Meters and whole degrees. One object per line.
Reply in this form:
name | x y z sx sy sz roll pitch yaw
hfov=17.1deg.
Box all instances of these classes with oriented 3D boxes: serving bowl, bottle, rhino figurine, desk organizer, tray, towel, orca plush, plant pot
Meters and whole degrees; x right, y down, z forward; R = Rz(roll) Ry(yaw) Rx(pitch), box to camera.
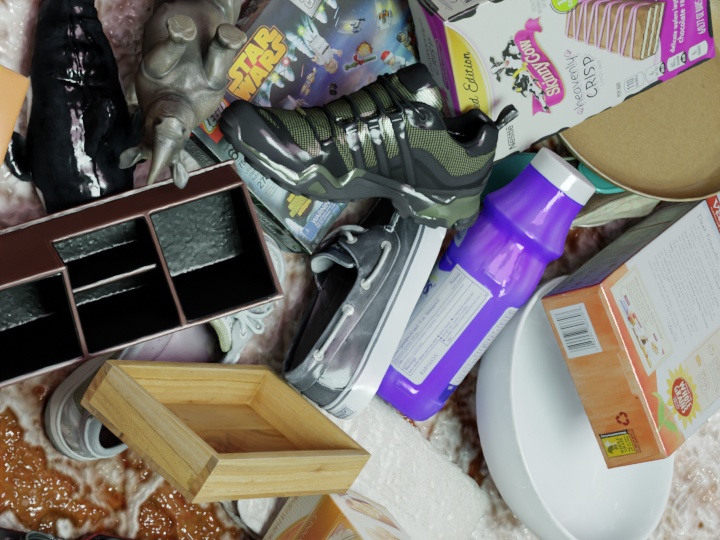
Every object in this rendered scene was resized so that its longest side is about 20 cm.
serving bowl | 0.143 0.108 1.712 0.200 0.066 0.201 20 63 -46
bottle | 0.081 0.008 1.630 0.065 0.084 0.200 37 100 -5
rhino figurine | -0.110 -0.125 1.503 0.060 0.088 0.201 21 48 -13
desk organizer | -0.154 0.003 1.477 0.199 0.077 0.072 -18 116 -13
tray | -0.081 0.100 1.490 0.037 0.099 0.200 -57 156 13
towel | -0.002 0.156 1.653 0.200 0.034 0.133 41 72 -28
orca plush | -0.161 -0.107 1.512 0.105 0.071 0.201 11 86 -33
plant pot | 0.205 -0.137 1.740 0.199 0.027 0.201 9 65 -20

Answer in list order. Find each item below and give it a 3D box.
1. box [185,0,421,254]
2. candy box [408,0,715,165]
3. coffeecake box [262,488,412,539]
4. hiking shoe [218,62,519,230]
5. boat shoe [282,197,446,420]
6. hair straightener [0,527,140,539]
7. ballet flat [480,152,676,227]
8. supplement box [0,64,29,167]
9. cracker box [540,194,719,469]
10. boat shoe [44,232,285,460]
box | -0.029 -0.131 1.618 0.137 0.040 0.200 45 69 -26
candy box | 0.138 -0.169 1.624 0.199 0.061 0.137 -26 134 -12
coffeecake box | -0.013 0.245 1.526 0.073 0.200 0.154 28 99 -30
hiking shoe | 0.003 -0.096 1.553 0.199 0.076 0.101 12 111 -31
boat shoe | 0.000 0.000 1.617 0.068 0.072 0.201 33 65 -23
hair straightener | -0.173 0.178 1.515 0.199 0.077 0.041 22 82 -32
ballet flat | 0.145 -0.049 1.724 0.199 0.062 0.068 -7 55 -31
supplement box | -0.301 -0.123 1.423 0.199 0.069 0.067 24 77 -30
cracker box | 0.219 0.039 1.729 0.200 0.058 0.134 -33 104 -50
boat shoe | -0.116 0.050 1.554 0.202 0.065 0.075 -41 113 -25
